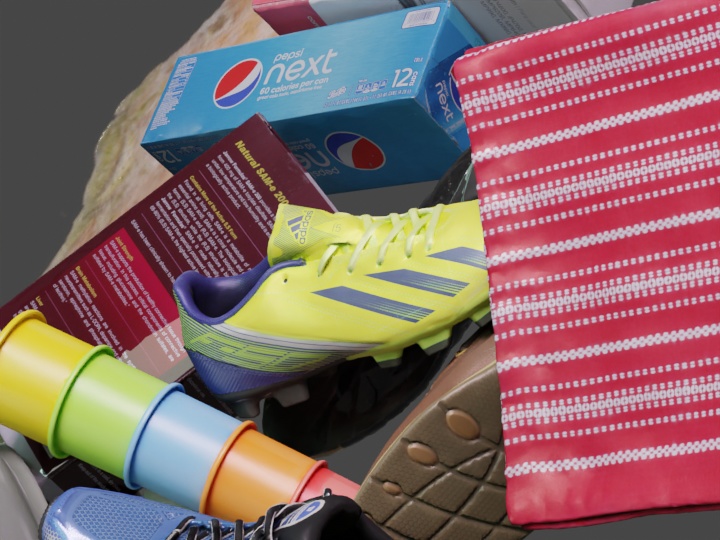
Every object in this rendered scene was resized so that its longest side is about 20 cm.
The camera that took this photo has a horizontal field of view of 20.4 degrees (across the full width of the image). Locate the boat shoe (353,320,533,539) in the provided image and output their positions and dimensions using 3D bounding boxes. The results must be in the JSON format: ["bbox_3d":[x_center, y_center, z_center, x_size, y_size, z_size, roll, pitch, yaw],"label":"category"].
[{"bbox_3d":[0.071,0.056,0.870,0.200,0.072,0.068,-47,10,-2],"label":"boat shoe"}]

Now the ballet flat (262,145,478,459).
[{"bbox_3d":[0.029,0.016,0.963,0.066,0.057,0.200,43,93,13],"label":"ballet flat"}]

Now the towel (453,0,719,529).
[{"bbox_3d":[0.104,-0.002,0.781,0.144,0.022,0.201,-10,85,40],"label":"towel"}]

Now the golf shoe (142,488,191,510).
[{"bbox_3d":[-0.074,0.148,0.906,0.077,0.088,0.200,-40,37,12],"label":"golf shoe"}]

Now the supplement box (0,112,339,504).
[{"bbox_3d":[-0.095,0.025,1.009,0.200,0.061,0.109,-37,54,-1],"label":"supplement box"}]

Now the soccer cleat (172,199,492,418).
[{"bbox_3d":[-0.001,0.000,0.892,0.199,0.084,0.065,-24,10,28],"label":"soccer cleat"}]

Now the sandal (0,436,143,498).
[{"bbox_3d":[-0.164,0.102,1.062,0.080,0.054,0.200,-40,53,-3],"label":"sandal"}]

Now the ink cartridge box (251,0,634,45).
[{"bbox_3d":[0.059,-0.184,1.068,0.199,0.085,0.146,-3,56,44],"label":"ink cartridge box"}]

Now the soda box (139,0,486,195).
[{"bbox_3d":[-0.021,-0.085,1.069,0.199,0.068,0.064,-5,53,41],"label":"soda box"}]

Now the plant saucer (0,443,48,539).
[{"bbox_3d":[-0.176,0.141,0.959,0.050,0.201,0.200,-20,31,-23],"label":"plant saucer"}]

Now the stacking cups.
[{"bbox_3d":[-0.079,0.083,0.910,0.199,0.061,0.061,24,72,17],"label":"stacking cups"}]

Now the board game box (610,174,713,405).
[{"bbox_3d":[0.213,-0.012,0.755,0.199,0.037,0.152,-30,72,21],"label":"board game box"}]

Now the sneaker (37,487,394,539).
[{"bbox_3d":[-0.036,0.120,0.819,0.199,0.090,0.079,14,36,10],"label":"sneaker"}]
